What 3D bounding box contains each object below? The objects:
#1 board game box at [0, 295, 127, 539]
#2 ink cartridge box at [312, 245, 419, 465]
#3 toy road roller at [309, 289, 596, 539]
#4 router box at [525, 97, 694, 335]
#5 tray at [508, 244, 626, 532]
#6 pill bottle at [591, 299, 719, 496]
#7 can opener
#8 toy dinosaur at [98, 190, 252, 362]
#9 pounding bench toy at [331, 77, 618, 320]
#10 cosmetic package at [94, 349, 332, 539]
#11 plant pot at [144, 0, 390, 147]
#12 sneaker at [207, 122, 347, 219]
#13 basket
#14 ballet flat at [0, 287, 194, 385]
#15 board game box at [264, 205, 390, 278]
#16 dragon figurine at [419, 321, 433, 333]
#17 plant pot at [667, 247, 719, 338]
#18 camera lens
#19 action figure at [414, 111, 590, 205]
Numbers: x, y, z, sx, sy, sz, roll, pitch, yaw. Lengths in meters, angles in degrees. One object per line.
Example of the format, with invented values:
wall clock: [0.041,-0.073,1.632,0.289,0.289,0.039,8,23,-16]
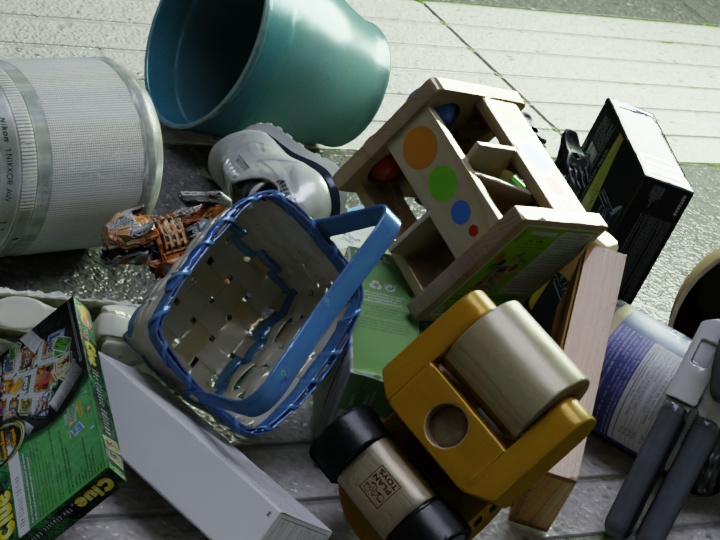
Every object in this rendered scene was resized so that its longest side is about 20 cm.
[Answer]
board game box: [-0.217,0.108,1.300,0.023,0.105,0.200,47,12,-34]
ink cartridge box: [0.003,0.052,1.493,0.059,0.104,0.200,12,40,-12]
toy road roller: [0.072,0.123,1.361,0.123,0.200,0.146,49,6,19]
router box: [0.215,-0.032,1.711,0.052,0.200,0.157,18,27,-16]
tray: [0.159,0.090,1.468,0.037,0.099,0.201,17,59,1]
pill bottle: [0.267,0.117,1.572,0.200,0.112,0.112,30,30,20]
can opener: [0.251,0.121,1.477,0.053,0.200,0.067,25,-16,18]
toy dinosaur: [-0.113,-0.001,1.518,0.199,0.136,0.102,12,27,-13]
pounding bench toy: [0.103,-0.059,1.513,0.200,0.124,0.156,2,51,-52]
cosmetic package: [-0.118,0.137,1.329,0.200,0.051,0.083,37,-1,31]
plant pot: [-0.081,-0.209,1.876,0.188,0.200,0.200,17,23,-38]
sneaker: [-0.093,-0.082,1.717,0.080,0.077,0.200,-19,23,-29]
basket: [-0.067,0.027,1.368,0.139,0.177,0.200,45,-21,-17]
ballet flat: [-0.216,0.048,1.431,0.199,0.072,0.072,8,29,-13]
board game box: [0.000,0.000,1.697,0.134,0.034,0.200,35,32,28]
dragon figurine: [0.091,0.034,1.597,0.059,0.100,0.200,7,48,-25]
plant pot: [0.360,0.047,1.718,0.186,0.187,0.200,19,12,0]
camera lens: [-0.274,-0.093,1.556,0.200,0.160,0.160,-7,37,-40]
action figure: [0.114,-0.062,1.752,0.119,0.200,0.102,29,48,-22]
